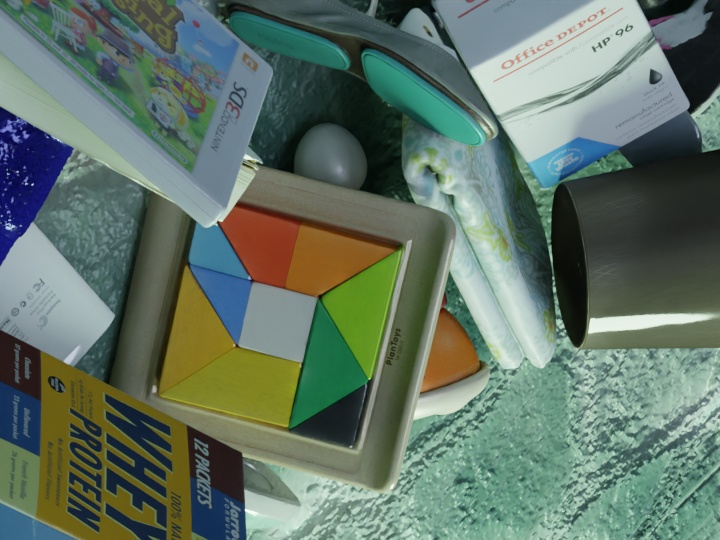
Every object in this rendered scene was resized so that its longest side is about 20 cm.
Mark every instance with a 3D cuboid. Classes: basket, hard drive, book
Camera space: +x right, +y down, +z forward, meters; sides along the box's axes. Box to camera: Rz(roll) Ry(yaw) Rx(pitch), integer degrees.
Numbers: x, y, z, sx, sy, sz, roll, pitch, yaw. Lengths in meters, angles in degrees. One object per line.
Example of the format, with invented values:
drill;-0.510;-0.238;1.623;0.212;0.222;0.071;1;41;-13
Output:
basket;0.235;-0.012;1.809;0.199;0.136;0.181;-6;143;-6
hard drive;-0.250;0.012;1.641;0.132;0.025;0.200;-49;129;-14
book;-0.167;-0.112;1.593;0.200;0.134;0.048;25;107;-42

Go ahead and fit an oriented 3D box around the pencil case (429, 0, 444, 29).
pencil case;0.115;-0.242;1.750;0.200;0.085;0.092;-35;146;8

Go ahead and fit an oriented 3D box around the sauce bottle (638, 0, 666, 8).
sauce bottle;0.161;-0.262;1.845;0.065;0.065;0.200;-46;130;-16

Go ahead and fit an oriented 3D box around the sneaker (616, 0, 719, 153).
sneaker;0.251;-0.152;1.950;0.200;0.080;0.086;-42;155;-5

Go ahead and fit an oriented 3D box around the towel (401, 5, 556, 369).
towel;0.078;-0.054;1.794;0.048;0.172;0.200;-19;126;13

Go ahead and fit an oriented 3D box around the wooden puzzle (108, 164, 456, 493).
wooden puzzle;-0.053;0.032;1.707;0.037;0.199;0.186;-38;142;-76

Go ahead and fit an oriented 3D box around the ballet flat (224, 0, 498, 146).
ballet flat;0.009;-0.145;1.688;0.064;0.199;0.067;-57;160;-19

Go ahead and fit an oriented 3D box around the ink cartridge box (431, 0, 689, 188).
ink cartridge box;0.124;-0.149;1.735;0.116;0.068;0.200;-30;145;6

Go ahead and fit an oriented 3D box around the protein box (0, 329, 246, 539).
protein box;-0.203;0.170;1.580;0.200;0.135;0.199;29;123;-28

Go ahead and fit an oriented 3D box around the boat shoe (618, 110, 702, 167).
boat shoe;0.165;-0.149;1.866;0.074;0.068;0.199;-43;93;9

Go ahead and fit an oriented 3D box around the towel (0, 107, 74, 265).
towel;-0.259;-0.026;1.570;0.148;0.049;0.200;34;83;-40

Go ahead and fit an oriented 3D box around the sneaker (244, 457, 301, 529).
sneaker;-0.132;0.169;1.771;0.200;0.074;0.118;12;116;-50

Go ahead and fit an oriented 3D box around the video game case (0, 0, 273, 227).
video game case;-0.140;-0.135;1.548;0.200;0.182;0.022;41;117;-15

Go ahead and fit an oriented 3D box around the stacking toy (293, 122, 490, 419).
stacking toy;0.000;0.000;1.790;0.146;0.146;0.201;-15;98;-34
